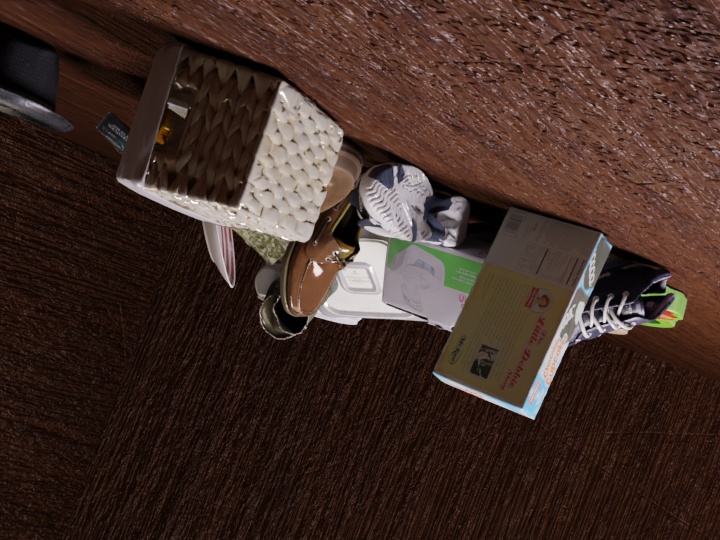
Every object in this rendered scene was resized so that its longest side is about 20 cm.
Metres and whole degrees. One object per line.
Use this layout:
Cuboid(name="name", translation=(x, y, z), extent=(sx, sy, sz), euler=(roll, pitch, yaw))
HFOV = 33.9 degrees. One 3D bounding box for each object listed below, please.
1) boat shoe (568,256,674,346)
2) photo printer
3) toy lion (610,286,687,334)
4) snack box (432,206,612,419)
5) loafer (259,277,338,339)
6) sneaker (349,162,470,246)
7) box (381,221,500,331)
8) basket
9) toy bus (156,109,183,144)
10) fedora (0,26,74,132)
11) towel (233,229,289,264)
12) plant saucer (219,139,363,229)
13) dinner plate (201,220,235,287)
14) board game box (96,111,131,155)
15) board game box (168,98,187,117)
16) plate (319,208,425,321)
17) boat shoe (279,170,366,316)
Cuboid(name="boat shoe", translation=(0.254, 0.041, 1.281), extent=(0.199, 0.075, 0.092), euler=(-30, -156, -31))
Cuboid(name="photo printer", translation=(-0.062, 0.002, 1.747), extent=(0.165, 0.070, 0.200), euler=(16, -161, 0))
Cuboid(name="toy lion", translation=(0.345, 0.037, 1.538), extent=(0.199, 0.069, 0.191), euler=(22, 170, -39))
Cuboid(name="snack box", translation=(0.168, 0.041, 1.231), extent=(0.115, 0.201, 0.037), euler=(20, 169, 37))
Cuboid(name="loafer", translation=(-0.098, 0.049, 1.583), extent=(0.075, 0.070, 0.200), euler=(40, 149, -2))
Cuboid(name="sneaker", translation=(0.024, -0.077, 1.316), extent=(0.129, 0.080, 0.198), euler=(9, -178, 33))
Cuboid(name="box", translation=(0.155, 0.013, 1.415), extent=(0.175, 0.098, 0.199), euler=(-5, -162, -43))
Cuboid(name="basket", translation=(-0.111, -0.108, 1.086), extent=(0.122, 0.137, 0.200), euler=(18, 178, 19))
Cuboid(name="toy bus", translation=(-0.233, -0.181, 1.462), extent=(0.078, 0.066, 0.200), euler=(24, 178, -8))
Cuboid(name="fedora", translation=(-0.424, -0.240, 1.443), extent=(0.199, 0.092, 0.201), euler=(21, 179, 1))
Cuboid(name="towel", translation=(-0.138, -0.096, 1.579), extent=(0.200, 0.037, 0.148), euler=(42, 140, -13))
Cuboid(name="plant saucer", translation=(-0.090, -0.090, 1.289), extent=(0.198, 0.030, 0.200), euler=(-13, 164, -4))
Cuboid(name="dinner plate", translation=(-0.179, -0.078, 1.448), extent=(0.024, 0.202, 0.200), euler=(-9, 178, 0))
Cuboid(name="board game box", translation=(-0.260, -0.131, 1.493), extent=(0.135, 0.028, 0.200), euler=(39, 175, -1))
Cuboid(name="board game box", translation=(-0.130, -0.162, 1.311), extent=(0.133, 0.035, 0.200), euler=(21, 178, 16))
Cuboid(name="plate", translation=(0.000, 0.000, 1.547), extent=(0.198, 0.032, 0.201), euler=(2, 135, 27))
Cuboid(name="boat shoe", translation=(-0.039, -0.032, 1.448), extent=(0.068, 0.202, 0.072), euler=(23, -171, 37))
